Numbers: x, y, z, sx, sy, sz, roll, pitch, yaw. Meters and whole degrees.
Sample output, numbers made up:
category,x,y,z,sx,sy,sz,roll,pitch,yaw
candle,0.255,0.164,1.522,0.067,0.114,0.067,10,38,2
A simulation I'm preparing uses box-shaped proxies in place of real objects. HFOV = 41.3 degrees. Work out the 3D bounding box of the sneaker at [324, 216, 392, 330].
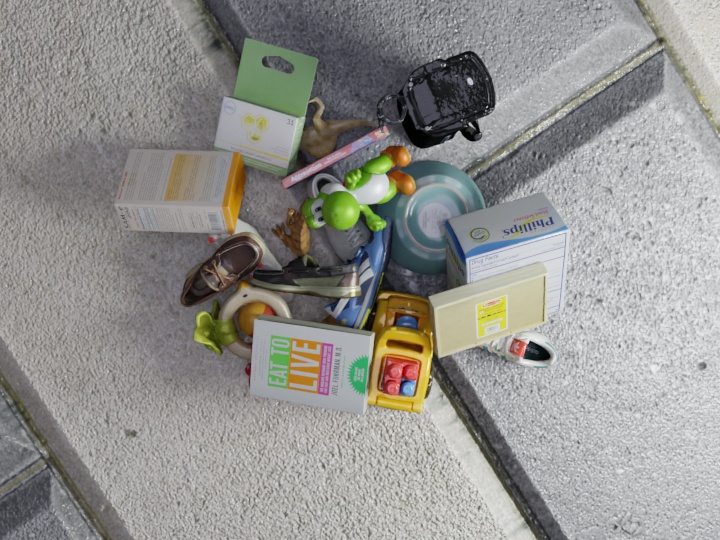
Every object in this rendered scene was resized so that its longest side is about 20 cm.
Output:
category,x,y,z,sx,sy,sz,roll,pitch,yaw
sneaker,0.000,0.000,1.610,0.081,0.074,0.203,21,95,10

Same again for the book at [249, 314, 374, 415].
category,x,y,z,sx,sy,sz,roll,pitch,yaw
book,-0.081,0.155,1.579,0.197,0.048,0.136,8,99,11

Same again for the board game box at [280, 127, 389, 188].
category,x,y,z,sx,sy,sz,roll,pitch,yaw
board game box,-0.045,-0.193,1.643,0.198,0.103,0.020,-28,96,0

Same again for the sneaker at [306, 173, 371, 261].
category,x,y,z,sx,sy,sz,roll,pitch,yaw
sneaker,-0.028,-0.078,1.643,0.073,0.116,0.201,-35,94,-3

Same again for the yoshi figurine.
category,x,y,z,sx,sy,sz,roll,pitch,yaw
yoshi figurine,0.004,-0.120,1.538,0.198,0.112,0.113,-30,81,-21

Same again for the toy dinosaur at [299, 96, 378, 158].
category,x,y,z,sx,sy,sz,roll,pitch,yaw
toy dinosaur,-0.070,-0.250,1.667,0.198,0.058,0.102,-23,103,13

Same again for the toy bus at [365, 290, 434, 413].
category,x,y,z,sx,sy,sz,roll,pitch,yaw
toy bus,0.067,0.143,1.619,0.134,0.192,0.203,10,91,0

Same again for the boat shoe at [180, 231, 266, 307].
category,x,y,z,sx,sy,sz,roll,pitch,yaw
boat shoe,-0.238,0.006,1.615,0.199,0.072,0.072,-28,113,34

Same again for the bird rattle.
category,x,y,z,sx,sy,sz,roll,pitch,yaw
bird rattle,-0.186,0.110,1.641,0.198,0.113,0.164,31,102,-1

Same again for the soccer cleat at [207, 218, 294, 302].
category,x,y,z,sx,sy,sz,roll,pitch,yaw
soccer cleat,-0.183,-0.028,1.669,0.069,0.078,0.200,-32,110,36

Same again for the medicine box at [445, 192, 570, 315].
category,x,y,z,sx,sy,sz,roll,pitch,yaw
medicine box,0.243,-0.006,1.598,0.180,0.104,0.202,-16,135,-8

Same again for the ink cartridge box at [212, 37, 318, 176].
category,x,y,z,sx,sy,sz,roll,pitch,yaw
ink cartridge box,-0.163,-0.278,1.628,0.144,0.048,0.203,18,108,13

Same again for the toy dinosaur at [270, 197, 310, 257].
category,x,y,z,sx,sy,sz,roll,pitch,yaw
toy dinosaur,-0.106,-0.044,1.654,0.060,0.106,0.202,-22,136,-17

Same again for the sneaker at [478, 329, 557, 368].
category,x,y,z,sx,sy,sz,roll,pitch,yaw
sneaker,0.255,0.118,1.669,0.197,0.093,0.071,22,92,-3

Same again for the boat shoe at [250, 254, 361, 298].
category,x,y,z,sx,sy,sz,roll,pitch,yaw
boat shoe,-0.089,0.007,1.584,0.198,0.072,0.067,6,93,25

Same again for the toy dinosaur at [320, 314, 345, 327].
category,x,y,z,sx,sy,sz,roll,pitch,yaw
toy dinosaur,-0.058,0.109,1.690,0.199,0.060,0.107,-33,72,7

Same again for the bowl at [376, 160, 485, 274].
category,x,y,z,sx,sy,sz,roll,pitch,yaw
bowl,0.128,-0.092,1.652,0.197,0.105,0.204,0,92,-2

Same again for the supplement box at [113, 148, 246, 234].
category,x,y,z,sx,sy,sz,roll,pitch,yaw
supplement box,-0.303,-0.134,1.616,0.197,0.074,0.127,3,55,5

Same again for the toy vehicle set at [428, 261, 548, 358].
category,x,y,z,sx,sy,sz,roll,pitch,yaw
toy vehicle set,0.210,0.065,1.557,0.197,0.027,0.125,-17,136,-8

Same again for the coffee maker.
category,x,y,z,sx,sy,sz,roll,pitch,yaw
coffee maker,0.114,-0.280,1.594,0.189,0.200,0.137,2,91,-4
